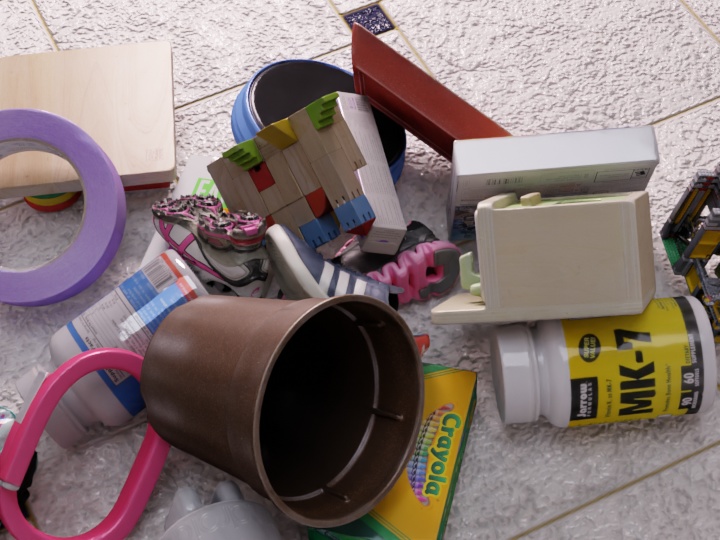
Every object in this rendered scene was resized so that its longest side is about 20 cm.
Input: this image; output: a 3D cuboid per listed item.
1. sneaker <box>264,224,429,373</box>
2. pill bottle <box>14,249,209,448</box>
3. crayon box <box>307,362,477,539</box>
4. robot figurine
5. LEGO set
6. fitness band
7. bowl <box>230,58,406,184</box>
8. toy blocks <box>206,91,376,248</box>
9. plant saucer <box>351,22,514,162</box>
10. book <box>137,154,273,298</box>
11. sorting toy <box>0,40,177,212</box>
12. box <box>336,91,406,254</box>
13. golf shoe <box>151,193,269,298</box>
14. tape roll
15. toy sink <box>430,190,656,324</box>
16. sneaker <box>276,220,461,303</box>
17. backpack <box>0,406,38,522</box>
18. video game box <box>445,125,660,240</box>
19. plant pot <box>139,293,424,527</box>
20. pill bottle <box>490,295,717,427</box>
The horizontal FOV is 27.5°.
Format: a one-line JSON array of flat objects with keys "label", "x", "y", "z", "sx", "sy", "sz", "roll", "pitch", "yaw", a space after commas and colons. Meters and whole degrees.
[{"label": "sneaker", "x": -0.011, "y": 0.023, "z": 1.417, "sx": 0.084, "sy": 0.075, "sz": 0.200, "roll": -33, "pitch": 73, "yaw": -19}, {"label": "pill bottle", "x": -0.230, "y": 0.080, "z": 1.426, "sx": 0.200, "sy": 0.112, "sz": 0.112, "roll": -37, "pitch": 58, "yaw": -6}, {"label": "crayon box", "x": 0.033, "y": 0.180, "z": 1.381, "sx": 0.118, "sy": 0.058, "sz": 0.200, "roll": 10, "pitch": 53, "yaw": 10}, {"label": "robot figurine", "x": -0.110, "y": 0.281, "z": 1.276, "sx": 0.169, "sy": 0.113, "sz": 0.200, "roll": -9, "pitch": 51, "yaw": -26}, {"label": "LEGO set", "x": 0.392, "y": -0.018, "z": 1.462, "sx": 0.153, "sy": 0.116, "sz": 0.200, "roll": 8, "pitch": 50, "yaw": -12}, {"label": "fitness band", "x": -0.249, "y": 0.167, "z": 1.343, "sx": 0.037, "sy": 0.143, "sz": 0.200, "roll": 12, "pitch": 76, "yaw": 60}, {"label": "bowl", "x": -0.041, "y": -0.156, "z": 1.607, "sx": 0.200, "sy": 0.039, "sz": 0.201, "roll": 14, "pitch": 45, "yaw": -14}, {"label": "toy blocks", "x": -0.062, "y": -0.078, "z": 1.479, "sx": 0.100, "sy": 0.200, "sz": 0.137, "roll": -29, "pitch": 93, "yaw": -51}, {"label": "plant saucer", "x": 0.066, "y": -0.169, "z": 1.547, "sx": 0.200, "sy": 0.200, "sz": 0.037, "roll": 35, "pitch": 88, "yaw": 3}, {"label": "book", "x": -0.152, "y": -0.028, "z": 1.561, "sx": 0.133, "sy": 0.048, "sz": 0.200, "roll": 11, "pitch": 57, "yaw": 12}, {"label": "sorting toy", "x": -0.304, "y": -0.155, "z": 1.645, "sx": 0.198, "sy": 0.070, "sz": 0.200, "roll": -6, "pitch": 53, "yaw": -2}, {"label": "box", "x": 0.004, "y": -0.104, "z": 1.522, "sx": 0.041, "sy": 0.039, "sz": 0.200, "roll": 4, "pitch": 47, "yaw": -23}, {"label": "golf shoe", "x": -0.156, "y": -0.023, "z": 1.474, "sx": 0.072, "sy": 0.092, "sz": 0.200, "roll": -13, "pitch": 20, "yaw": -27}, {"label": "tape roll", "x": -0.346, "y": -0.064, "z": 1.520, "sx": 0.200, "sy": 0.066, "sz": 0.201, "roll": 0, "pitch": 84, "yaw": -1}, {"label": "toy sink", "x": 0.170, "y": -0.017, "z": 1.388, "sx": 0.199, "sy": 0.130, "sz": 0.112, "roll": -4, "pitch": 95, "yaw": 18}, {"label": "sneaker", "x": 0.000, "y": 0.000, "z": 1.519, "sx": 0.200, "sy": 0.079, "sz": 0.095, "roll": -17, "pitch": 44, "yaw": -18}, {"label": "backpack", "x": -0.425, "y": 0.180, "z": 1.347, "sx": 0.200, "sy": 0.153, "sz": 0.176, "roll": 13, "pitch": 59, "yaw": 21}, {"label": "video game box", "x": 0.190, "y": -0.086, "z": 1.500, "sx": 0.199, "sy": 0.182, "sz": 0.047, "roll": -4, "pitch": 69, "yaw": -1}, {"label": "plant pot", "x": -0.081, "y": 0.109, "z": 1.315, "sx": 0.198, "sy": 0.200, "sz": 0.200, "roll": 8, "pitch": 47, "yaw": 45}, {"label": "pill bottle", "x": 0.229, "y": 0.090, "z": 1.407, "sx": 0.199, "sy": 0.114, "sz": 0.115, "roll": -6, "pitch": 53, "yaw": -2}]
